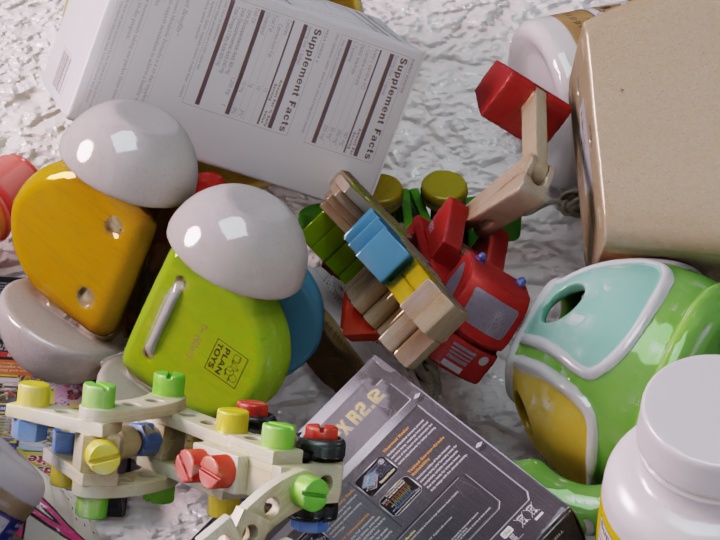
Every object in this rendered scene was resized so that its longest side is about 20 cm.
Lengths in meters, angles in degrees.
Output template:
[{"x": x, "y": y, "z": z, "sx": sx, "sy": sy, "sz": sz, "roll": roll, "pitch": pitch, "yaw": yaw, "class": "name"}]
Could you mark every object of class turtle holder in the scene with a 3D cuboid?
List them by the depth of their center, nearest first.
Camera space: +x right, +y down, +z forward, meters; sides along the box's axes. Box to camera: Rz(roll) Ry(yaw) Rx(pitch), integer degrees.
[{"x": 0.150, "y": 0.080, "z": 1.515, "sx": 0.131, "sy": 0.141, "sz": 0.186, "roll": 22, "pitch": 83, "yaw": 21, "class": "turtle holder"}]

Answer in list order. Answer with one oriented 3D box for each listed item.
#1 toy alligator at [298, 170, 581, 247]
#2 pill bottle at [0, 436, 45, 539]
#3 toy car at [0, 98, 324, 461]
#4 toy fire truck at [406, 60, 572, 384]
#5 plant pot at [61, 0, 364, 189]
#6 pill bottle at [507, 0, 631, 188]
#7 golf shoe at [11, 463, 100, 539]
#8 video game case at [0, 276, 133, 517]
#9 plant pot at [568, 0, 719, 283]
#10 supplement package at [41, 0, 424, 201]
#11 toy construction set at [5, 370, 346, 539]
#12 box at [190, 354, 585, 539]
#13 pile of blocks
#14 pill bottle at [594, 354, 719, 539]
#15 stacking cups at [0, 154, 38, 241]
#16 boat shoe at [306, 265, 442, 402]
[{"x": 0.061, "y": -0.025, "z": 1.667, "sx": 0.199, "sy": 0.059, "sz": 0.054, "roll": -2, "pitch": 43, "yaw": -5, "class": "toy alligator"}, {"x": -0.268, "y": 0.155, "z": 1.366, "sx": 0.116, "sy": 0.116, "sz": 0.200, "roll": 37, "pitch": 85, "yaw": 32, "class": "pill bottle"}, {"x": -0.104, "y": 0.004, "z": 1.532, "sx": 0.200, "sy": 0.175, "sz": 0.150, "roll": 37, "pitch": 27, "yaw": 23, "class": "toy car"}, {"x": 0.079, "y": -0.032, "z": 1.573, "sx": 0.049, "sy": 0.141, "sz": 0.200, "roll": 31, "pitch": 18, "yaw": -18, "class": "toy fire truck"}, {"x": -0.111, "y": -0.159, "z": 1.733, "sx": 0.199, "sy": 0.201, "sz": 0.142, "roll": -10, "pitch": 15, "yaw": -13, "class": "plant pot"}, {"x": 0.208, "y": -0.129, "z": 1.745, "sx": 0.199, "sy": 0.115, "sz": 0.114, "roll": -12, "pitch": 44, "yaw": -15, "class": "pill bottle"}, {"x": -0.200, "y": 0.143, "z": 1.470, "sx": 0.092, "sy": 0.073, "sz": 0.200, "roll": -10, "pitch": 51, "yaw": -49, "class": "golf shoe"}, {"x": -0.234, "y": 0.072, "z": 1.576, "sx": 0.199, "sy": 0.026, "sz": 0.181, "roll": 3, "pitch": 42, "yaw": -1, "class": "video game case"}, {"x": 0.222, "y": -0.076, "z": 1.586, "sx": 0.176, "sy": 0.200, "sz": 0.200, "roll": -4, "pitch": 78, "yaw": 0, "class": "plant pot"}, {"x": -0.080, "y": -0.126, "z": 1.612, "sx": 0.199, "sy": 0.110, "sz": 0.114, "roll": 17, "pitch": 11, "yaw": -19, "class": "supplement package"}, {"x": -0.087, "y": 0.109, "z": 1.371, "sx": 0.131, "sy": 0.092, "sz": 0.200, "roll": 1, "pitch": 23, "yaw": -39, "class": "toy construction set"}, {"x": -0.002, "y": 0.165, "z": 1.418, "sx": 0.200, "sy": 0.048, "sz": 0.158, "roll": -45, "pitch": 56, "yaw": -13, "class": "box"}, {"x": 0.000, "y": 0.000, "z": 1.506, "sx": 0.062, "sy": 0.082, "sz": 0.200, "roll": -44, "pitch": 22, "yaw": 4, "class": "pile of blocks"}, {"x": 0.180, "y": 0.144, "z": 1.385, "sx": 0.111, "sy": 0.200, "sz": 0.111, "roll": 2, "pitch": 43, "yaw": -1, "class": "pill bottle"}, {"x": -0.275, "y": -0.009, "z": 1.604, "sx": 0.060, "sy": 0.061, "sz": 0.200, "roll": 23, "pitch": 43, "yaw": 22, "class": "stacking cups"}, {"x": 0.020, "y": 0.059, "z": 1.566, "sx": 0.069, "sy": 0.071, "sz": 0.200, "roll": -15, "pitch": 46, "yaw": -20, "class": "boat shoe"}]
